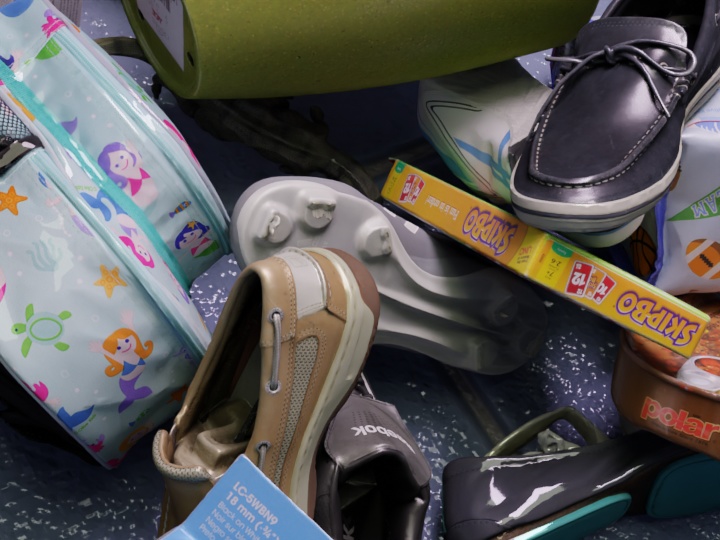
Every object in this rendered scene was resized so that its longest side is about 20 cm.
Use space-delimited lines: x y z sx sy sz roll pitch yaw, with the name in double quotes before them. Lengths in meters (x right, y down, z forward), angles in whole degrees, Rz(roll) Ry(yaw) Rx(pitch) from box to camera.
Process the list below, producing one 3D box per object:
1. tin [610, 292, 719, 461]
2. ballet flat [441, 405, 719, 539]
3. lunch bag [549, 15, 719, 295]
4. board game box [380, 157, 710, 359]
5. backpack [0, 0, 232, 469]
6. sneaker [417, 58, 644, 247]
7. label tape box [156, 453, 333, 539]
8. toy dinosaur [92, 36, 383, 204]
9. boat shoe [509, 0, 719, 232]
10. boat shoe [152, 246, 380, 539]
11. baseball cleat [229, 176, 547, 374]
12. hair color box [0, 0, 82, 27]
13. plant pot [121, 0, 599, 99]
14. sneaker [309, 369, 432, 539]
"tin" 0.199 0.049 0.873 0.112 0.042 0.200 18 20 32
"ballet flat" 0.128 0.092 0.868 0.199 0.073 0.073 -14 61 -18
"lunch bag" 0.204 -0.073 0.957 0.169 0.124 0.200 -1 33 -12
"board game box" 0.080 -0.011 0.859 0.095 0.200 0.030 26 96 -23
"backpack" -0.140 -0.014 0.803 0.150 0.178 0.200 -35 71 -6
"sneaker" 0.089 -0.057 0.910 0.072 0.073 0.200 -22 32 -12
"label tape box" -0.069 0.193 0.690 0.144 0.063 0.200 41 98 15
"toy dinosaur" -0.068 -0.087 0.931 0.199 0.048 0.088 26 13 -21
"boat shoe" 0.120 -0.083 0.810 0.074 0.062 0.200 9 38 28
"boat shoe" -0.060 0.082 0.758 0.072 0.201 0.076 27 18 36
"baseball cleat" 0.000 0.000 0.861 0.200 0.070 0.106 28 3 -38
"hair color box" -0.231 -0.114 0.900 0.061 0.102 0.200 40 57 13
"plant pot" -0.015 -0.164 0.872 0.199 0.187 0.187 -24 65 -21
"sneaker" -0.006 0.083 0.821 0.066 0.091 0.201 7 56 -27
